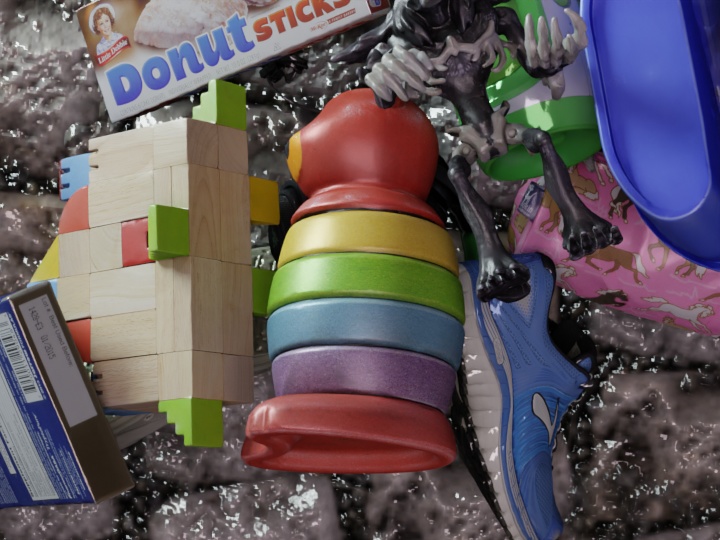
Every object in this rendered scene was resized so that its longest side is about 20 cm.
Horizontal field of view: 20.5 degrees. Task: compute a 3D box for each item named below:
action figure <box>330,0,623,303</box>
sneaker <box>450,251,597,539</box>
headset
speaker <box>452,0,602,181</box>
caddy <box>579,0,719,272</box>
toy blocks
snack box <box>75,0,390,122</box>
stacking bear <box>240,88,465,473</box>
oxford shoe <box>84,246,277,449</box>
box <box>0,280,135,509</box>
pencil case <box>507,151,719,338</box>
[{"bbox_3d":[0.060,-0.092,1.001,0.118,0.102,0.201,-22,74,-8],"label":"action figure"},{"bbox_3d":[0.100,0.077,1.145,0.089,0.079,0.201,-18,124,-8],"label":"sneaker"},{"bbox_3d":[-0.005,-0.037,1.163,0.123,0.094,0.201,-29,102,-17],"label":"headset"},{"bbox_3d":[0.077,-0.155,1.110,0.088,0.088,0.201,-16,74,5],"label":"speaker"},{"bbox_3d":[0.195,-0.099,1.035,0.141,0.105,0.201,-13,75,20],"label":"caddy"},{"bbox_3d":[-0.128,0.003,1.114,0.136,0.100,0.201,-9,79,37],"label":"toy blocks"},{"bbox_3d":[-0.075,-0.147,1.127,0.199,0.024,0.072,-18,91,36],"label":"snack box"},{"bbox_3d":[0.000,0.000,1.058,0.113,0.121,0.201,4,75,-5],"label":"stacking bear"},{"bbox_3d":[-0.094,0.046,1.187,0.199,0.058,0.075,-29,66,-8],"label":"oxford shoe"},{"bbox_3d":[-0.202,0.077,1.146,0.032,0.200,0.122,-25,96,-31],"label":"box"},{"bbox_3d":[0.185,-0.013,1.151,0.199,0.087,0.083,18,67,1],"label":"pencil case"}]
